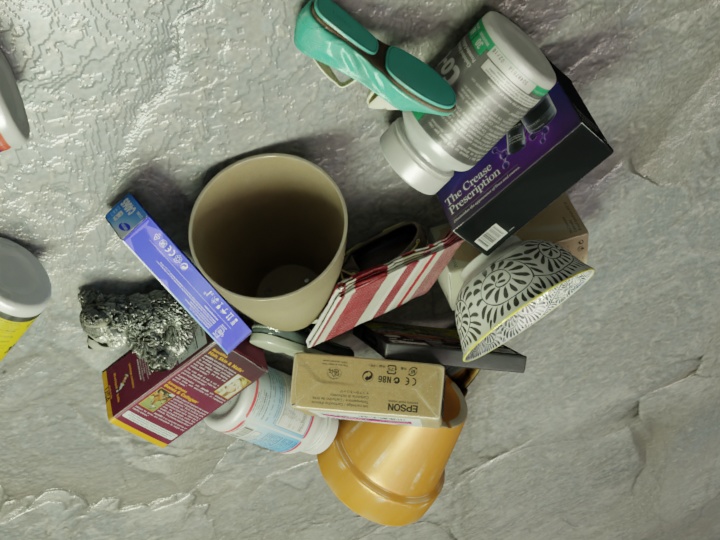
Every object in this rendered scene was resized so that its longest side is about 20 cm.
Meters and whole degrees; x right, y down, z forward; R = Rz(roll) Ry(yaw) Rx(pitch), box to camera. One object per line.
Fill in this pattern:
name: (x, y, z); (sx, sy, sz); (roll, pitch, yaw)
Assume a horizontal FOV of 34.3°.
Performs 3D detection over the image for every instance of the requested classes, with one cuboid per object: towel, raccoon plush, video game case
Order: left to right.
raccoon plush: (-0.264, 0.030, 1.469); (0.134, 0.096, 0.201); (41, 81, -33)
towel: (0.029, 0.023, 1.470); (0.198, 0.023, 0.144); (-24, 160, -31)
video game case: (0.105, 0.103, 1.603); (0.197, 0.181, 0.026); (6, 96, -15)

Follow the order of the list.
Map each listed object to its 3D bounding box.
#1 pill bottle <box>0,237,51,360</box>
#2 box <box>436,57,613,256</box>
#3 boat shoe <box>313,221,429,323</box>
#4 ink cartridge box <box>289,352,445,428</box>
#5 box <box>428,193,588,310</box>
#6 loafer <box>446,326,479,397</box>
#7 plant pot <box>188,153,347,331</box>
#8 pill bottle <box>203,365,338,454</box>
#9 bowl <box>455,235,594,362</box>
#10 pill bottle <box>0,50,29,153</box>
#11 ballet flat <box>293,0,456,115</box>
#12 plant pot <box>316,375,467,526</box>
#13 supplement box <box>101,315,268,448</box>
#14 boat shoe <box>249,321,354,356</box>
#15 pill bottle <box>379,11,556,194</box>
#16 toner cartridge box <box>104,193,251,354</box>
pill bottle: (-0.459, 0.064, 1.369); (0.111, 0.112, 0.200); (23, 123, -40)
box: (0.184, -0.140, 1.406); (0.200, 0.142, 0.079); (-41, 132, 21)
boat shoe: (0.000, 0.000, 1.533); (0.198, 0.072, 0.060); (-27, 144, -1)
ink cartridge box: (0.014, 0.161, 1.557); (0.197, 0.076, 0.165); (4, 168, 6)
box: (0.199, -0.028, 1.575); (0.197, 0.096, 0.078); (-17, 138, -7)
loafer: (0.131, 0.174, 1.781); (0.072, 0.073, 0.201); (-3, 137, -22)
plant pot: (-0.099, -0.008, 1.418); (0.185, 0.189, 0.201); (-18, 154, -4)
pill bottle: (-0.126, 0.198, 1.665); (0.108, 0.110, 0.199); (-40, 137, 21)
bowl: (0.186, 0.019, 1.461); (0.199, 0.095, 0.201); (-31, 166, -9)
pill bottle: (-0.438, -0.146, 1.146); (0.197, 0.112, 0.112); (-19, 140, -3)
ballet flat: (0.011, -0.219, 1.274); (0.199, 0.068, 0.070); (32, 133, -16)
plant pot: (0.061, 0.241, 1.728); (0.198, 0.202, 0.184); (10, 129, -32)
supplement box: (-0.237, 0.137, 1.567); (0.199, 0.086, 0.110); (-36, 138, 17)
boat shoe: (-0.072, 0.089, 1.598); (0.072, 0.063, 0.199); (-2, 165, 39)
pill bottle: (0.120, -0.188, 1.347); (0.112, 0.114, 0.200); (23, 122, -40)
toner cartridge box: (-0.214, 0.005, 1.377); (0.043, 0.095, 0.201); (-42, 120, -6)
